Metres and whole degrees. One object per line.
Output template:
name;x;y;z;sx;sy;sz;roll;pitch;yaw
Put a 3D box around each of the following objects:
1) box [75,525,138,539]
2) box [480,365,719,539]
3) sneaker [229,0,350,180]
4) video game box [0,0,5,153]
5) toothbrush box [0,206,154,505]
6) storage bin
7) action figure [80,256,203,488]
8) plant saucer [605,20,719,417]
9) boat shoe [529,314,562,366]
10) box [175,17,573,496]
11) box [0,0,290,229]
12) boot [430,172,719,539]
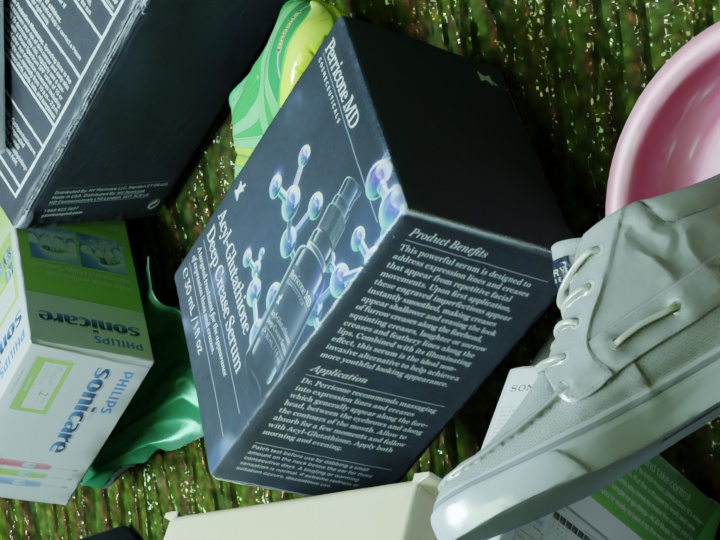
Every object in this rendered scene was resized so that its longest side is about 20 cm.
box;-0.172;0.287;1.041;0.200;0.148;0.107;45;124;29
box;0.091;0.164;0.726;0.036;0.144;0.200;-6;52;48
sneaker;-0.041;-0.067;0.934;0.084;0.074;0.200;61;138;50
video game box;-0.294;-0.169;0.992;0.200;0.047;0.183;9;103;43
toothbrush box;-0.214;0.028;1.036;0.146;0.086;0.200;-55;39;34
storage bin;0.014;0.197;0.822;0.200;0.198;0.094;-17;47;42
action figure;-0.155;0.090;1.060;0.200;0.055;0.118;-41;71;38
plant saucer;0.209;-0.022;0.704;0.200;0.051;0.201;8;105;33
boat shoe;0.115;0.069;0.807;0.072;0.061;0.202;37;119;33
box;0.000;0.000;0.827;0.200;0.107;0.149;-54;36;32
box;-0.173;-0.166;0.990;0.200;0.123;0.198;54;128;24
boot;0.101;0.034;0.674;0.096;0.200;0.074;59;171;17
